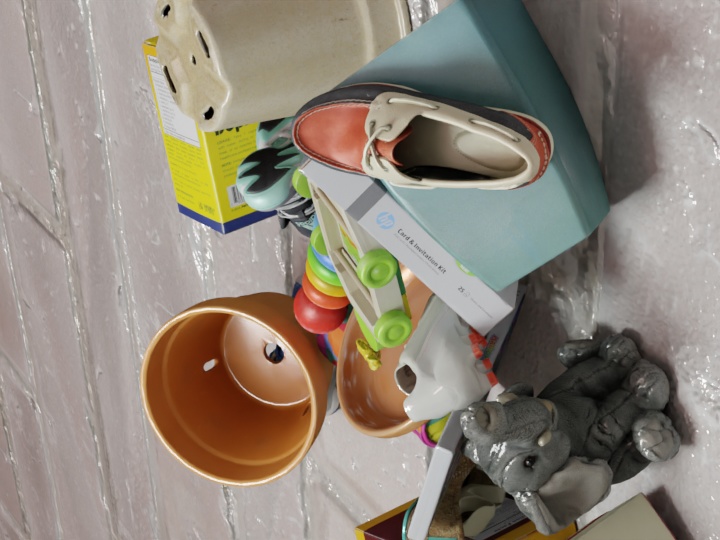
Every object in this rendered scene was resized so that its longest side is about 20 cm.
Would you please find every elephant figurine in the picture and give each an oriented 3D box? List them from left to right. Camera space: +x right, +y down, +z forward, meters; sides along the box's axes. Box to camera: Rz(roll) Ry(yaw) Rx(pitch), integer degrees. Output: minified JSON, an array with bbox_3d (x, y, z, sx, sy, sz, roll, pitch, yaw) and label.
[{"bbox_3d":[0.145,0.138,1.317,0.141,0.199,0.156,7,117,59],"label":"elephant figurine"}]

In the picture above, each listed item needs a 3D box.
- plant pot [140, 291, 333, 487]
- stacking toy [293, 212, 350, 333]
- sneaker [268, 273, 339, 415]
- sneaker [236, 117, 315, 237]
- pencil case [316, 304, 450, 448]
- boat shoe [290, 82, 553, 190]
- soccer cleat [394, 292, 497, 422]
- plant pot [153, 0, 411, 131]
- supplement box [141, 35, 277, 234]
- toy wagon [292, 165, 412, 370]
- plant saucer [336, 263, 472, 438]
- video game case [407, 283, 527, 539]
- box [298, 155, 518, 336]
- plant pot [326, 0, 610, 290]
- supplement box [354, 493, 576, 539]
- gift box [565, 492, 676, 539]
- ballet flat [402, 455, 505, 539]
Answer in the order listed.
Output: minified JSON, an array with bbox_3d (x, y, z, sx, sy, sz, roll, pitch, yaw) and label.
[{"bbox_3d":[-0.113,0.109,1.728,0.199,0.140,0.201,7,111,19],"label":"plant pot"},{"bbox_3d":[-0.018,-0.009,1.560,0.086,0.085,0.200,54,147,26],"label":"stacking toy"},{"bbox_3d":[-0.063,0.094,1.815,0.076,0.077,0.201,42,142,44],"label":"sneaker"},{"bbox_3d":[-0.061,-0.070,1.637,0.200,0.077,0.140,-72,-33,-61],"label":"sneaker"},{"bbox_3d":[0.036,0.092,1.622,0.200,0.088,0.089,41,143,41],"label":"pencil case"},{"bbox_3d":[0.038,-0.092,1.178,0.199,0.063,0.072,9,111,17],"label":"boat shoe"},{"bbox_3d":[0.062,0.067,1.337,0.070,0.077,0.200,61,-174,-13],"label":"soccer cleat"},{"bbox_3d":[-0.083,-0.218,1.503,0.200,0.183,0.201,41,142,42],"label":"plant pot"},{"bbox_3d":[-0.144,-0.158,1.746,0.109,0.109,0.201,26,132,53],"label":"supplement box"},{"bbox_3d":[0.000,0.000,1.400,0.155,0.039,0.201,55,165,47],"label":"toy wagon"},{"bbox_3d":[0.053,0.064,1.514,0.200,0.037,0.201,-37,40,38],"label":"plant saucer"},{"bbox_3d":[0.095,0.124,1.434,0.018,0.200,0.144,22,139,8],"label":"video game case"},{"bbox_3d":[0.047,-0.055,1.325,0.200,0.156,0.041,43,114,-11],"label":"box"},{"bbox_3d":[0.097,-0.098,1.265,0.141,0.141,0.201,-32,93,24],"label":"plant pot"},{"bbox_3d":[0.120,0.331,1.583,0.200,0.132,0.198,5,113,61],"label":"supplement box"},{"bbox_3d":[0.185,0.306,1.363,0.185,0.186,0.200,52,152,14],"label":"gift box"},{"bbox_3d":[0.100,0.215,1.529,0.065,0.200,0.071,8,113,19],"label":"ballet flat"}]
